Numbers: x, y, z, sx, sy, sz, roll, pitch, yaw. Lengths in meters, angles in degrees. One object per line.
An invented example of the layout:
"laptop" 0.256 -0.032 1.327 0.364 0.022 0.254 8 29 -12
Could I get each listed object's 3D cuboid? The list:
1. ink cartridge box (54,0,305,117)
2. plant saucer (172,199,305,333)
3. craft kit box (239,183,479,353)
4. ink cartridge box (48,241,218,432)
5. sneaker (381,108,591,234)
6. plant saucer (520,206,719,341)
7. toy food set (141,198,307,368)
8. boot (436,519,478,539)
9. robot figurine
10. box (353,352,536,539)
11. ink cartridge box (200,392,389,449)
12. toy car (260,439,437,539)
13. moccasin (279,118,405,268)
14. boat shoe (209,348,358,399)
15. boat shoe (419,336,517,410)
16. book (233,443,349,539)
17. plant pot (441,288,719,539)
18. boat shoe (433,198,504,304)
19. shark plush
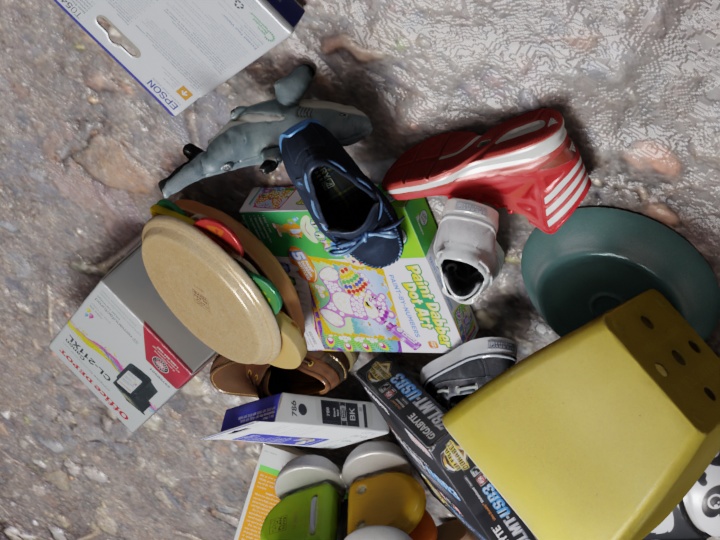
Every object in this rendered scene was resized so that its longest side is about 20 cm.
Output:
"ink cartridge box" -0.180 -0.258 1.590 0.200 0.041 0.200 45 138 -18
"plant saucer" -0.133 0.004 1.803 0.200 0.032 0.201 35 152 21
"craft kit box" 0.000 0.000 1.752 0.197 0.049 0.201 -3 131 29
"ink cartridge box" -0.247 0.078 1.913 0.146 0.083 0.200 45 144 -2
"sneaker" 0.121 -0.070 1.582 0.199 0.079 0.116 -11 125 39
"plant saucer" 0.244 0.026 1.641 0.199 0.036 0.201 16 138 15
"toy food set" -0.147 0.016 1.749 0.199 0.049 0.199 24 147 39
"boot" 0.077 0.386 2.060 0.199 0.077 0.156 -22 120 12
"robot figurine" 0.306 0.210 1.724 0.199 0.125 0.151 -8 127 37
"box" 0.091 0.203 1.821 0.199 0.050 0.200 56 172 -31
"ink cartridge box" -0.072 0.165 1.882 0.199 0.039 0.099 9 159 -44
"toy car" -0.009 0.301 1.936 0.199 0.176 0.150 -13 132 15
"moccasin" -0.017 -0.054 1.580 0.080 0.068 0.200 -36 136 10
"boat shoe" -0.097 0.113 1.904 0.199 0.068 0.072 -10 126 37
"boat shoe" 0.111 0.125 1.757 0.071 0.068 0.200 8 162 -17
"book" -0.079 0.318 2.027 0.133 0.201 0.048 19 -177 9
"plant pot" 0.232 0.132 1.560 0.200 0.200 0.177 49 121 13
"boat shoe" 0.100 -0.005 1.616 0.072 0.069 0.200 16 165 2
"shark plush" -0.093 -0.122 1.585 0.083 0.199 0.091 -126 30 -44
